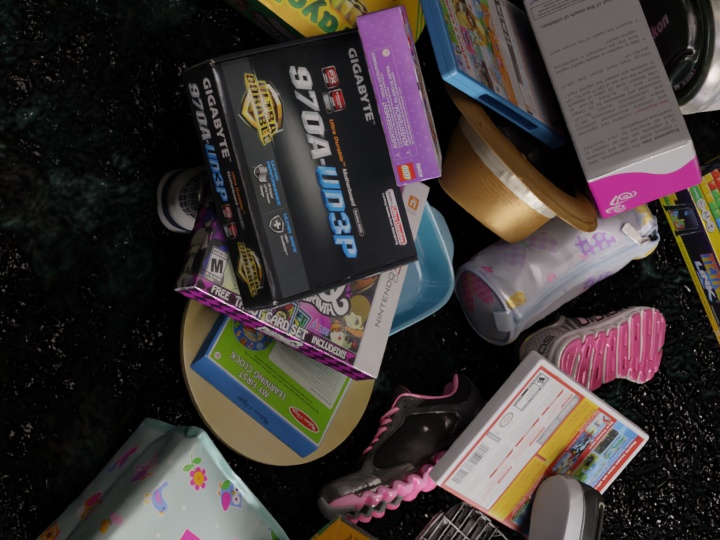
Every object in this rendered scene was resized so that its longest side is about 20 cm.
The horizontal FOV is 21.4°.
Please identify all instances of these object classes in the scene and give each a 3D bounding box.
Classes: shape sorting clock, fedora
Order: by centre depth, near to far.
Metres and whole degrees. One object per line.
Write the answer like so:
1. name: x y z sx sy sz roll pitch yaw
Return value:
1. shape sorting clock: -0.070 0.068 1.644 0.199 0.039 0.201 9 75 -36
2. fedora: 0.124 -0.086 1.705 0.200 0.201 0.082 39 106 -20

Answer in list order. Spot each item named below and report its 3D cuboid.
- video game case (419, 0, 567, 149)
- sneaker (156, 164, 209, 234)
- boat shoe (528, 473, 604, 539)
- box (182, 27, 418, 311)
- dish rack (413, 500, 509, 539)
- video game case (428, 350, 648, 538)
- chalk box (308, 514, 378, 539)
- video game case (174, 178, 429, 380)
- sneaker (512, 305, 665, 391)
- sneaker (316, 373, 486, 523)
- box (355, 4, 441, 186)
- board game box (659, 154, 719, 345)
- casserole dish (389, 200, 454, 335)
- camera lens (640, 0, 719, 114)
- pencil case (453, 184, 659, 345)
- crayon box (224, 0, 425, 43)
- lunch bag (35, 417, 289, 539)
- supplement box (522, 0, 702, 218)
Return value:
1. video game case: 0.113 -0.200 1.692 0.200 0.018 0.144 24 46 -53
2. sneaker: -0.072 -0.068 1.632 0.199 0.080 0.077 -14 91 -29
3. boat shoe: 0.177 0.283 1.684 0.056 0.068 0.201 18 80 -35
4. box: -0.047 -0.082 1.532 0.158 0.046 0.201 -17 94 -39
5. dish rack: 0.107 0.313 1.713 0.200 0.054 0.154 45 67 -16
6. video game case: 0.162 0.165 1.696 0.143 0.017 0.200 -50 136 5
7. chalk box: -0.011 0.331 1.580 0.124 0.124 0.201 -37 142 -34
8. video game case: -0.044 -0.028 1.580 0.199 0.036 0.182 29 68 -32
9. sneaker: 0.212 0.069 1.775 0.199 0.087 0.074 -12 108 -50
10. sneaker: 0.037 0.154 1.686 0.199 0.079 0.096 -23 77 -28
11. box: 0.033 -0.149 1.574 0.039 0.200 0.138 -13 97 4
12. board game box: 0.403 -0.025 1.889 0.165 0.057 0.201 -29 99 -25
13. casserole dish: 0.000 0.000 1.664 0.199 0.039 0.122 -26 97 -38
14. camera lens: 0.361 -0.237 1.824 0.199 0.160 0.161 -9 90 -28
15. pencil case: 0.182 -0.008 1.754 0.199 0.091 0.083 -29 139 -24
16. crayon box: -0.025 -0.276 1.683 0.200 0.058 0.173 35 71 -22
17. lunch bag: -0.147 0.249 1.548 0.170 0.122 0.200 -47 116 -25
18. supplement box: 0.228 -0.166 1.724 0.103 0.101 0.201 -21 66 8
